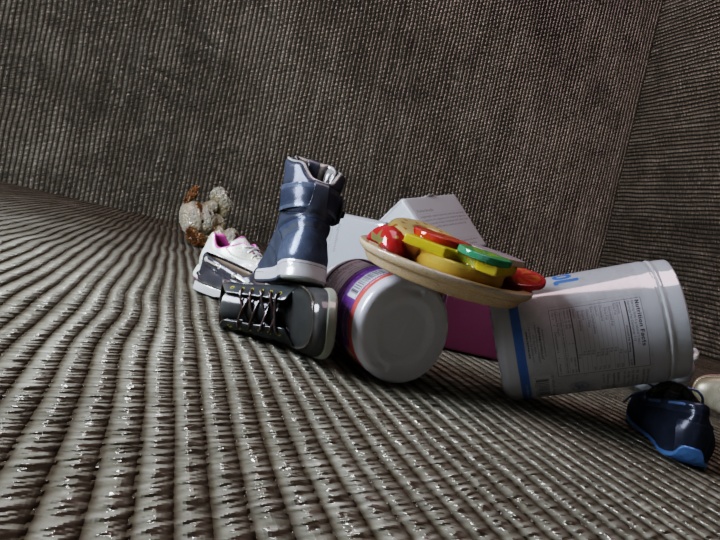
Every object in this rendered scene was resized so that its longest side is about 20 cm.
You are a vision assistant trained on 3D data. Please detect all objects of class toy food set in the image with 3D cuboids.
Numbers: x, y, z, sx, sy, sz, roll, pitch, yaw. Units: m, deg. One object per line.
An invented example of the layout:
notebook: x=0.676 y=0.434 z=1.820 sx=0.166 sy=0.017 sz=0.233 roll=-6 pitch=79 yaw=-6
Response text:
toy food set: x=0.094 y=-0.012 z=0.638 sx=0.194 sy=0.050 sz=0.199 roll=22 pitch=9 yaw=24

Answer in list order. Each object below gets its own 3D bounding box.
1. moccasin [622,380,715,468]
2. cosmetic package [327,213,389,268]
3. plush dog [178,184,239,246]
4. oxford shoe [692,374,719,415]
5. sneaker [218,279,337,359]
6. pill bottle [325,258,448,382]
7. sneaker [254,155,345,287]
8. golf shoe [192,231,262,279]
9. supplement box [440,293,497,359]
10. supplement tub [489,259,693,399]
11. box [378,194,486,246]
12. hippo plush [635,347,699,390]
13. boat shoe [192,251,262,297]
moccasin: x=0.353 y=0.158 z=0.675 sx=0.078 sy=0.070 sz=0.200 roll=14 pitch=3 yaw=8
cosmetic package: x=0.000 y=0.000 z=0.998 sx=0.197 sy=0.171 sz=0.165 roll=15 pitch=4 yaw=41
plush dog: x=-0.455 y=-0.141 z=1.738 sx=0.157 sy=0.205 sz=0.171 roll=-20 pitch=-18 yaw=16
oxford shoe: x=0.604 y=0.208 z=0.917 sx=0.197 sy=0.073 sz=0.073 roll=16 pitch=7 yaw=41
sneaker: x=-0.095 y=0.051 z=0.659 sx=0.103 sy=0.077 sz=0.199 roll=8 pitch=-5 yaw=-22
pill bottle: x=0.010 y=0.047 z=0.708 sx=0.109 sy=0.115 sz=0.199 roll=12 pitch=4 yaw=-22
sneaker: x=-0.075 y=-0.053 z=0.734 sx=0.075 sy=0.151 sz=0.201 roll=9 pitch=-8 yaw=-21
golf shoe: x=-0.177 y=-0.002 z=0.971 sx=0.195 sy=0.094 sz=0.075 roll=16 pitch=2 yaw=16
supplement box: x=0.168 y=0.081 z=1.048 sx=0.107 sy=0.088 sz=0.200 roll=13 pitch=3 yaw=-6
supplement tub: x=0.251 y=0.068 z=0.686 sx=0.194 sy=0.136 sz=0.132 roll=-11 pitch=-2 yaw=13
box: x=0.105 y=-0.036 z=1.190 sx=0.197 sy=0.200 sz=0.133 roll=-13 pitch=67 yaw=-52
hippo plush: x=0.513 y=0.159 z=1.095 sx=0.194 sy=0.162 sz=0.162 roll=-3 pitch=39 yaw=-17
boat shoe: x=-0.155 y=0.022 z=0.891 sx=0.195 sy=0.062 sz=0.074 roll=15 pitch=3 yaw=22
